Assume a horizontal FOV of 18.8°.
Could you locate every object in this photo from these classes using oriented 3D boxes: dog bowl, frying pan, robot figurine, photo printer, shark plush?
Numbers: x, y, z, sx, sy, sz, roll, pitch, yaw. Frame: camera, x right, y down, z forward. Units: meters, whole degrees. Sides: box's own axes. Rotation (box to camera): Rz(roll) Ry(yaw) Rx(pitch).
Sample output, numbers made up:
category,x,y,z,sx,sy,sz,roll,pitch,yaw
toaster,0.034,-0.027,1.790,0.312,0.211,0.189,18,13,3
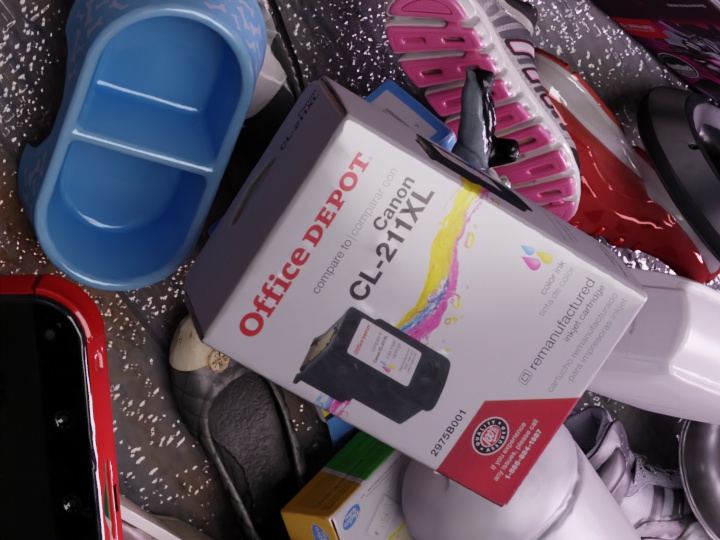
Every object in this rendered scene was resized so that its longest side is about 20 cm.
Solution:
category,x,y,z,sx,sy,sz,roll,pitch,yaw
dog bowl,-0.120,-0.075,1.196,0.111,0.050,0.201,15,118,-16
frying pan,0.287,0.132,1.478,0.189,0.031,0.115,-8,77,-40
robot figurine,0.099,0.157,1.317,0.113,0.170,0.200,-21,125,21
photo printer,0.193,0.050,1.366,0.200,0.166,0.070,21,80,-45
shark plush,0.045,-0.014,1.223,0.083,0.091,0.200,5,132,-20

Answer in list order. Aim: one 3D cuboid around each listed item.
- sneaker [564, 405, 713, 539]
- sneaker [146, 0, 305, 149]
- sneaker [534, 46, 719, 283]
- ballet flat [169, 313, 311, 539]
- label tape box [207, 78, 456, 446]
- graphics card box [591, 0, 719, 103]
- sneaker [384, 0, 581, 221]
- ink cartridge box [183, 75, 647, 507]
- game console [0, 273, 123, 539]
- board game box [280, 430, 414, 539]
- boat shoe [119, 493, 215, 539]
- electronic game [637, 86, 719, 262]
category,x,y,z,sx,sy,sz,roll,pitch,yaw
sneaker,0.187,0.137,1.450,0.199,0.075,0.114,-23,106,-29
sneaker,-0.085,-0.129,1.241,0.088,0.074,0.200,-21,124,3
sneaker,0.136,-0.037,1.389,0.116,0.078,0.200,-45,107,-2
ballet flat,-0.060,0.110,1.318,0.066,0.057,0.201,-30,115,-17
label tape box,0.000,0.000,1.307,0.143,0.066,0.200,-41,152,-14
graphics card box,0.236,-0.149,1.372,0.200,0.125,0.051,34,79,-32
sneaker,0.081,-0.112,1.280,0.200,0.073,0.088,55,37,-35
ink cartridge box,0.027,0.013,1.165,0.200,0.083,0.146,29,102,-19
game console,-0.223,0.102,1.202,0.176,0.031,0.201,-1,105,8
board game box,0.036,0.193,1.367,0.153,0.040,0.201,-41,122,-43
boat shoe,-0.147,0.161,1.278,0.200,0.072,0.060,33,87,-35
electronic game,0.247,-0.037,1.379,0.200,0.200,0.042,33,119,-31
